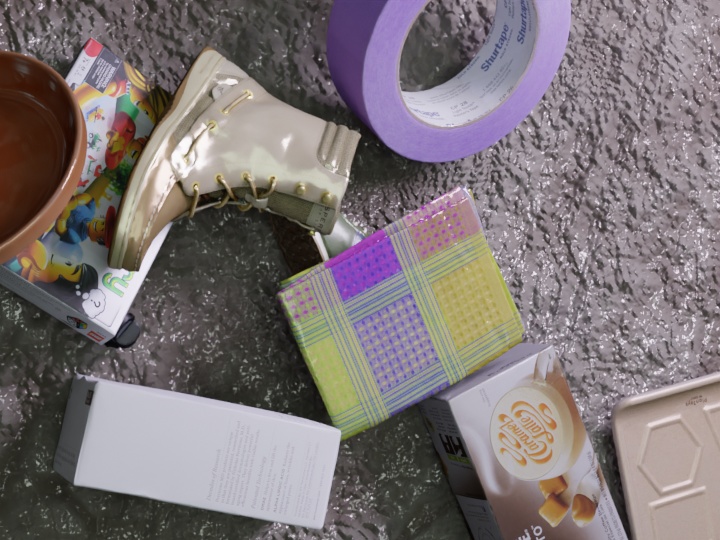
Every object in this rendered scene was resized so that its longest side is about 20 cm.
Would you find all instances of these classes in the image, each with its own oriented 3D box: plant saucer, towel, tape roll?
[{"bbox_3d":[-0.290,-0.073,0.940,0.197,0.032,0.202,-5,57,8],"label":"plant saucer"},{"bbox_3d":[0.038,0.034,1.062,0.199,0.023,0.145,-29,102,-23],"label":"towel"},{"bbox_3d":[0.073,-0.192,1.069,0.198,0.066,0.202,-18,131,-22],"label":"tape roll"}]

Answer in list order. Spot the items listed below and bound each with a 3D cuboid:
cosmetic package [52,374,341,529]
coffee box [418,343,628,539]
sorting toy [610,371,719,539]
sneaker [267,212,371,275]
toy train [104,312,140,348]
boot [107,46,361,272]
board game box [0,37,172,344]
[{"bbox_3d":[-0.128,0.139,1.012,0.198,0.113,0.082,13,84,-19],"label":"cosmetic package"},{"bbox_3d":[0.140,0.178,1.129,0.113,0.080,0.202,-24,96,-20],"label":"coffee box"},{"bbox_3d":[0.323,0.197,1.228,0.183,0.036,0.203,-12,97,-21],"label":"sorting toy"},{"bbox_3d":[0.000,0.000,1.094,0.089,0.067,0.202,-31,99,-27],"label":"sneaker"},{"bbox_3d":[-0.247,-0.008,1.004,0.200,0.046,0.034,42,75,-15],"label":"toy train"},{"bbox_3d":[-0.092,-0.059,0.988,0.154,0.073,0.201,27,56,-7],"label":"boot"},{"bbox_3d":[-0.202,-0.062,0.999,0.126,0.035,0.202,33,61,-20],"label":"board game box"}]
